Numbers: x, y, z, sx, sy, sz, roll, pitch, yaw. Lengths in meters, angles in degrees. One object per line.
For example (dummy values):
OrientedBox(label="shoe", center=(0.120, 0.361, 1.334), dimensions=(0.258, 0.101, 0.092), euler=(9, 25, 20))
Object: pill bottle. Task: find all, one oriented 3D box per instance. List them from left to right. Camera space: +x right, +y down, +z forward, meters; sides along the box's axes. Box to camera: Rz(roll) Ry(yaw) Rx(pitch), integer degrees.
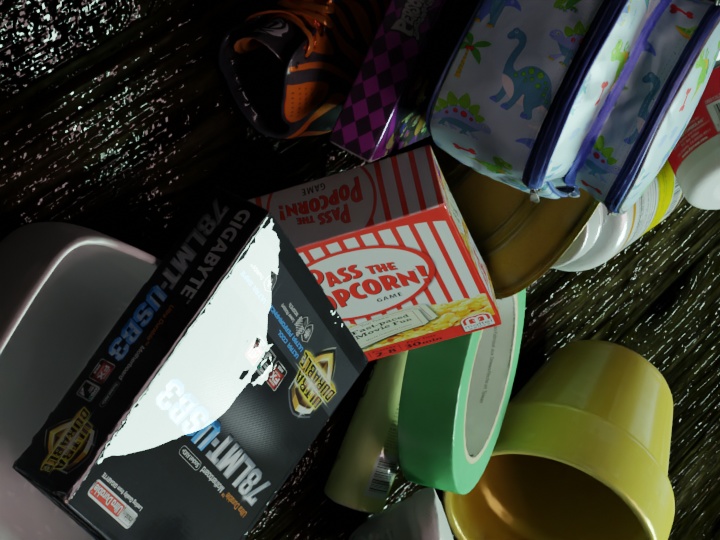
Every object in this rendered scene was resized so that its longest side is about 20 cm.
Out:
OrientedBox(label="pill bottle", center=(0.189, -0.065, 1.429), dimensions=(0.200, 0.109, 0.109), euler=(-29, 136, -56))
OrientedBox(label="pill bottle", center=(0.282, -0.160, 1.426), dimensions=(0.112, 0.200, 0.112), euler=(-16, 158, -7))

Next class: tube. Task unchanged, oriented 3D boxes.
OrientedBox(label="tube", center=(0.027, 0.093, 1.387), dimensions=(0.052, 0.058, 0.200), euler=(19, 94, -22))

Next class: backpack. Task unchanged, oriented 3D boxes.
OrientedBox(label="backpack", center=(0.136, -0.128, 1.065), dimensions=(0.183, 0.147, 0.200), euler=(-64, 165, 9))

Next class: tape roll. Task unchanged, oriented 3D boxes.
OrientedBox(label="tape roll", center=(0.084, 0.077, 1.398), dimensions=(0.200, 0.048, 0.201), euler=(12, 90, -73))

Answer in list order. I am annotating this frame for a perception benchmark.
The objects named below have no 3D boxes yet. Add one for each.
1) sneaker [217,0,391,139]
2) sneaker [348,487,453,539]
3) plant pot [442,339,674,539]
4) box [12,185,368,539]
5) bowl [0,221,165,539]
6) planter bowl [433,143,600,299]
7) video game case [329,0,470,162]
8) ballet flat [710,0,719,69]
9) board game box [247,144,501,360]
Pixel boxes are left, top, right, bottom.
OrientedBox(label="sneaker", center=(-0.022, -0.167, 1.062), dimensions=(0.112, 0.078, 0.200), euler=(-24, 132, -50))
OrientedBox(label="sneaker", center=(0.029, 0.221, 1.395), dimensions=(0.088, 0.075, 0.200), euler=(-17, 173, -5))
OrientedBox(label="plant pot", center=(0.199, 0.172, 1.592), dimensions=(0.189, 0.200, 0.201), euler=(-57, 154, -44))
OrientedBox(label="box", center=(-0.092, 0.082, 1.035), dimensions=(0.199, 0.050, 0.200), euler=(-56, 150, -16))
OrientedBox(label="bowl", center=(-0.182, 0.071, 1.001), dimensions=(0.200, 0.075, 0.200), euler=(-61, 150, -5))
OrientedBox(label="planter bowl", center=(0.108, -0.086, 1.266), dimensions=(0.083, 0.200, 0.201), euler=(28, 88, -17))
OrientedBox(label="video game case", center=(0.062, -0.173, 1.096), dimensions=(0.200, 0.036, 0.181), euler=(-64, 167, 19))
OrientedBox(label="ballet flat", center=(0.225, -0.213, 1.159), dimensions=(0.068, 0.068, 0.200), euler=(-28, 132, -28))
OrientedBox(label="board game box", center=(0.000, 0.000, 1.156), dimensions=(0.200, 0.151, 0.046), euler=(57, 19, -62))
